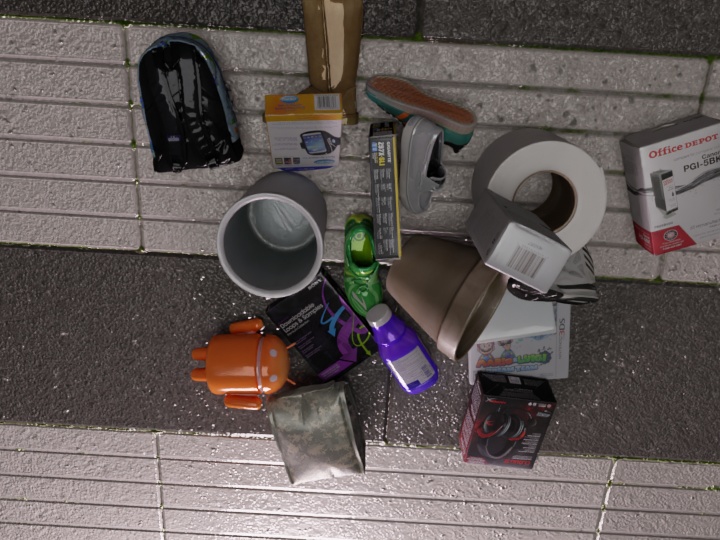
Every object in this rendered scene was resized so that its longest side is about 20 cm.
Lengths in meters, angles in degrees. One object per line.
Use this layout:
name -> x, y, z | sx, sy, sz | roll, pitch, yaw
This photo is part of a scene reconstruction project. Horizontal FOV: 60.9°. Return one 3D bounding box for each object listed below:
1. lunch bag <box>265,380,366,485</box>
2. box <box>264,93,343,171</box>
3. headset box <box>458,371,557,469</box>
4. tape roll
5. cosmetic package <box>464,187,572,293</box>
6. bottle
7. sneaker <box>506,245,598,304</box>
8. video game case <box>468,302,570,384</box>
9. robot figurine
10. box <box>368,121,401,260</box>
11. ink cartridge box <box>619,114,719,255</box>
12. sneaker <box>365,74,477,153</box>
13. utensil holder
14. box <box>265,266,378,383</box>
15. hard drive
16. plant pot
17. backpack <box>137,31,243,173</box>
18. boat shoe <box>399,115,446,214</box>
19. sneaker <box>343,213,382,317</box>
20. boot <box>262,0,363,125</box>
lunch bag -> -0.086, 0.310, 1.225 | 0.162, 0.118, 0.202 | -11, 115, 6
box -> -0.091, -0.221, 1.006 | 0.117, 0.200, 0.042 | -3, 76, -5
headset box -> 0.288, 0.310, 1.228 | 0.147, 0.075, 0.202 | 8, 119, -4
tape roll -> 0.296, -0.130, 1.041 | 0.200, 0.139, 0.205 | 0, 110, 0
cosmetic package -> 0.222, -0.050, 0.892 | 0.101, 0.200, 0.075 | 25, 110, -9
bottle -> 0.076, 0.148, 1.167 | 0.083, 0.066, 0.201 | -30, 121, 7
sneaker -> 0.343, -0.005, 1.102 | 0.198, 0.075, 0.117 | 8, 76, -28
video game case -> 0.309, 0.134, 1.201 | 0.197, 0.024, 0.184 | -4, 110, 3
robot figurine -> -0.222, 0.178, 1.178 | 0.197, 0.145, 0.118 | 0, 132, 2
box -> 0.042, -0.138, 1.032 | 0.049, 0.160, 0.203 | -3, 110, 1
ink cartridge box -> 0.549, -0.147, 1.059 | 0.145, 0.083, 0.202 | -17, 110, 8
sneaker -> 0.094, -0.258, 1.033 | 0.198, 0.072, 0.080 | 26, 142, 8
utensil holder -> -0.138, -0.072, 1.039 | 0.167, 0.200, 0.172 | 1, 111, 1
box -> -0.070, 0.111, 1.193 | 0.142, 0.036, 0.201 | -36, 104, 13
hard drive -> 0.258, 0.065, 1.150 | 0.197, 0.026, 0.134 | -8, 88, 3
plant pot -> 0.145, 0.026, 1.063 | 0.173, 0.199, 0.202 | 31, 111, 20
backpack -> -0.287, -0.282, 1.005 | 0.161, 0.155, 0.202 | -8, 132, 6
boat shoe -> 0.112, -0.167, 1.029 | 0.068, 0.072, 0.201 | 28, 142, 26
sneaker -> 0.000, 0.000, 1.125 | 0.073, 0.084, 0.203 | -7, 111, 3
boot -> -0.082, -0.345, 1.012 | 0.173, 0.066, 0.203 | -4, 110, -7
